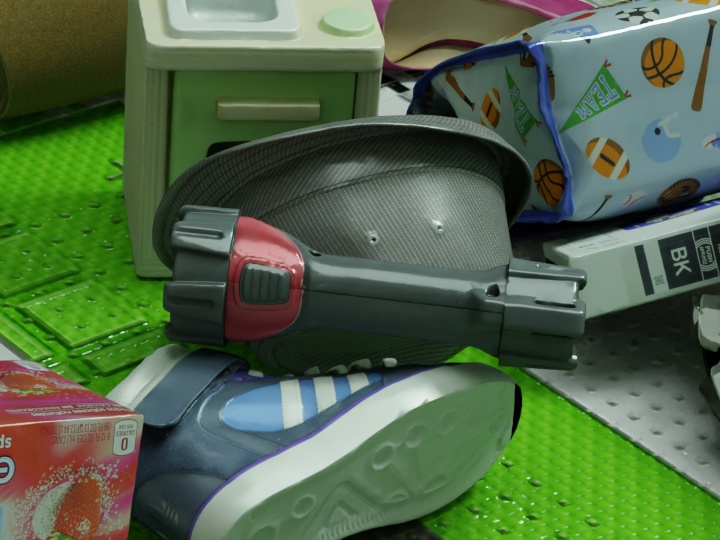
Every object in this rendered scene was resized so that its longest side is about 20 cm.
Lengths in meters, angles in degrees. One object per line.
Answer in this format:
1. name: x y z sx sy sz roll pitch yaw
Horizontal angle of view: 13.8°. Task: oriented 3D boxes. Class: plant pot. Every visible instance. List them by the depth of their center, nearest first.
1. plant pot: -0.165 -0.177 1.765 0.186 0.187 0.200 29 53 35

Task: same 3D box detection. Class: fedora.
1. fedora: 0.000 0.000 1.512 0.199 0.177 0.091 -5 61 -21

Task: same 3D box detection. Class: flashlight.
1. flashlight: 0.007 0.012 1.422 0.199 0.068 0.068 6 50 1

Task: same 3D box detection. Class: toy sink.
1. toy sink: -0.059 -0.106 1.607 0.129 0.201 0.112 0 30 -10

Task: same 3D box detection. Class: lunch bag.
1. lunch bag: 0.135 -0.086 1.674 0.169 0.125 0.200 -11 6 -22

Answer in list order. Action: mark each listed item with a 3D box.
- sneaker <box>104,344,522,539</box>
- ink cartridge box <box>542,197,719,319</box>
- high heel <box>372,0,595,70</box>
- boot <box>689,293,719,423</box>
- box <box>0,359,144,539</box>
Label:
1. sneaker: -0.038 0.065 1.436 0.199 0.081 0.146 -24 45 -31
2. ink cartridge box: 0.201 -0.020 1.576 0.199 0.039 0.099 -16 5 -2
3. high heel: 0.063 -0.148 1.822 0.199 0.068 0.096 -7 21 -25
4. boot: 0.246 0.078 1.484 0.130 0.068 0.201 -20 50 -1
5. box: -0.202 0.101 1.277 0.199 0.100 0.095 -1 15 -39
